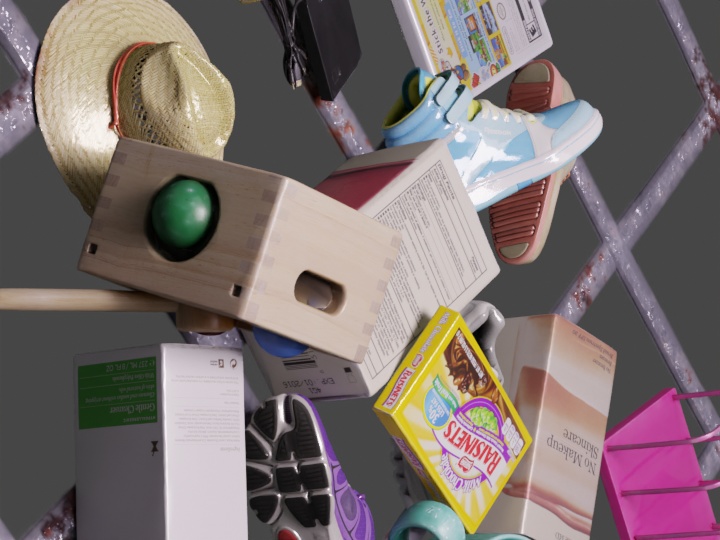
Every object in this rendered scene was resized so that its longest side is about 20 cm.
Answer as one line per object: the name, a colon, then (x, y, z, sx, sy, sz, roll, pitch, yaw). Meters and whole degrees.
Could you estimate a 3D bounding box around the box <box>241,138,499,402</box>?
box: (0.000, 0.000, 1.684, 0.200, 0.108, 0.128, -41, 114, -43)

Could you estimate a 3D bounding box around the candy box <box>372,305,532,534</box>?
candy box: (0.077, 0.124, 1.693, 0.102, 0.026, 0.200, -54, 142, -17)

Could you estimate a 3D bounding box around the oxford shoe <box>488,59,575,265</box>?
oxford shoe: (0.168, -0.090, 1.911, 0.074, 0.070, 0.201, 33, 61, -42)

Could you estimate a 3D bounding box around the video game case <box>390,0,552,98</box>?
video game case: (0.087, -0.263, 1.885, 0.182, 0.023, 0.201, -35, 110, -44)

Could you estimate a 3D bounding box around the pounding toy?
pounding toy: (-0.113, -0.002, 1.481, 0.200, 0.183, 0.143, 23, 83, -55)

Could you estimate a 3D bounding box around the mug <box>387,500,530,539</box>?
mug: (0.081, 0.278, 1.722, 0.151, 0.114, 0.187, -1, 84, -48)

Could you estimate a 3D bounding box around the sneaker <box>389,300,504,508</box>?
sneaker: (0.077, 0.118, 1.772, 0.075, 0.081, 0.202, 19, 72, -46)

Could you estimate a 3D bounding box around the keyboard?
keyboard: (-0.047, -0.226, 1.692, 0.127, 0.020, 0.201, -58, 141, -48)

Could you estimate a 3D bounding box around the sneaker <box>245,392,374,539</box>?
sneaker: (-0.035, 0.181, 1.659, 0.083, 0.080, 0.201, -51, 131, -55)

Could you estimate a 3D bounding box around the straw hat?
straw hat: (-0.141, -0.123, 1.568, 0.200, 0.085, 0.203, 9, 78, -46)

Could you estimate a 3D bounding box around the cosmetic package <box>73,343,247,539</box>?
cosmetic package: (-0.142, 0.158, 1.507, 0.085, 0.107, 0.202, 7, 78, -46)

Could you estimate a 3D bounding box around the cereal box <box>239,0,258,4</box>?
cereal box: (-0.114, -0.330, 1.663, 0.200, 0.039, 0.144, 48, 53, -33)

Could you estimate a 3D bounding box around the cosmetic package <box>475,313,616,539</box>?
cosmetic package: (0.152, 0.150, 1.841, 0.103, 0.087, 0.201, 29, 64, -43)

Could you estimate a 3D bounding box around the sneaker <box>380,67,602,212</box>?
sneaker: (0.108, -0.132, 1.806, 0.199, 0.079, 0.131, -28, 102, -18)

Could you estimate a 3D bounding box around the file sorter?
file sorter: (0.332, 0.226, 1.997, 0.139, 0.125, 0.201, -29, 105, -46)
